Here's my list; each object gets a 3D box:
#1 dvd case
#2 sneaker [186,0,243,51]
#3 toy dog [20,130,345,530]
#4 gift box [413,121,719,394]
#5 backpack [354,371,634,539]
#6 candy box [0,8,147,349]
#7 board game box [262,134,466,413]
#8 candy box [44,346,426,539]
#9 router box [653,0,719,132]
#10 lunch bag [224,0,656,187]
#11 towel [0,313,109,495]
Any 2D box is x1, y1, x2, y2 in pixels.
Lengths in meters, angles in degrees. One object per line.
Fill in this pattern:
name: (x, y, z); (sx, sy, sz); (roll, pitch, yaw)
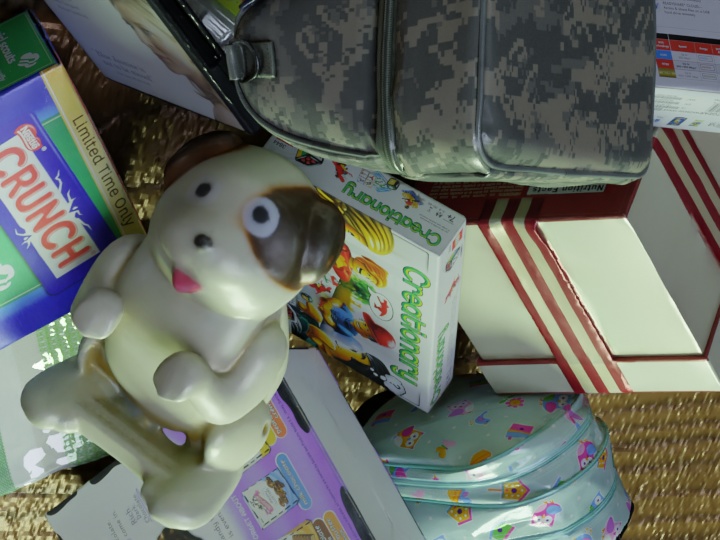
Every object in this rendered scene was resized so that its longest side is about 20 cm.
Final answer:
dvd case: (-0.144, -0.158, 1.463); (0.018, 0.143, 0.200); (-50, 133, -15)
sneaker: (-0.086, -0.187, 1.530); (0.090, 0.078, 0.200); (-49, 136, 2)
toy dog: (-0.080, 0.021, 1.538); (0.194, 0.140, 0.200); (-27, 151, -40)
gift box: (0.160, -0.038, 1.658); (0.187, 0.184, 0.200); (58, 48, -39)
backpack: (0.072, 0.138, 1.728); (0.167, 0.200, 0.127); (-48, 126, -38)
candy box: (-0.239, -0.032, 1.557); (0.200, 0.077, 0.169); (-29, 132, -6)
board game box: (0.000, 0.000, 1.625); (0.035, 0.126, 0.200); (-53, 163, -25)
candy box: (-0.076, 0.171, 1.690); (0.200, 0.168, 0.071); (-37, 162, 22)
router box: (0.223, -0.170, 1.590); (0.200, 0.180, 0.049); (4, 156, -28)
lunch bag: (0.045, -0.114, 1.455); (0.200, 0.167, 0.140); (-2, 91, -55)
towel: (-0.157, 0.056, 1.693); (0.200, 0.031, 0.149); (-19, 130, -13)
